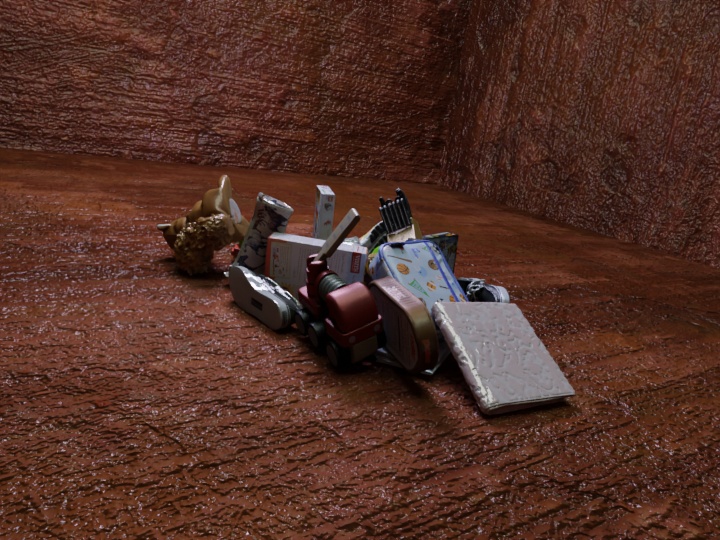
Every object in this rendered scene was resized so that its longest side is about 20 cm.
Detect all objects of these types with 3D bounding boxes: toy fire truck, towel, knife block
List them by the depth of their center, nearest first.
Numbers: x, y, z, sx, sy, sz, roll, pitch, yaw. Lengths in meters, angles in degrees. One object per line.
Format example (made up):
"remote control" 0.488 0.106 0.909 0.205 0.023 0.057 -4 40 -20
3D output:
"toy fire truck" -0.030 0.022 0.870 0.127 0.204 0.175 -20 31 -26
"towel" 0.227 0.134 0.871 0.187 0.033 0.202 2 43 -29
"knife block" 0.102 -0.070 1.169 0.063 0.202 0.178 -18 38 16

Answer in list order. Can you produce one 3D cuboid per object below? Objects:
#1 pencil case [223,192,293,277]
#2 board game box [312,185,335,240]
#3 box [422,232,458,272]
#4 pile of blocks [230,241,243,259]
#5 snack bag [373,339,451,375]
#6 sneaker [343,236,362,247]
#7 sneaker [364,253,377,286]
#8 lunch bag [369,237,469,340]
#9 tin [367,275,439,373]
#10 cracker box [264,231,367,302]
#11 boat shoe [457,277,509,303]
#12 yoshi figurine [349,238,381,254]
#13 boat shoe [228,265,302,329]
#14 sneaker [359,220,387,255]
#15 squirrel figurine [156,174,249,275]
"pencil case" -0.209 -0.061 1.112 0.088 0.203 0.078 6 26 -45
"board game box" -0.093 -0.094 1.296 0.034 0.205 0.126 3 16 -12
"box" 0.169 -0.014 1.286 0.039 0.140 0.198 15 16 34
"pile of blocks" -0.243 -0.042 1.249 0.197 0.084 0.061 22 20 36
"snack bag" 0.064 0.126 0.963 0.196 0.022 0.188 12 15 21
"sneaker" -0.081 -0.030 1.137 0.195 0.078 0.089 -7 34 4
"sneaker" 0.065 0.058 1.058 0.073 0.091 0.201 -5 43 -28
"lunch bag" 0.111 0.030 0.977 0.157 0.076 0.203 -4 55 -29
"tin" 0.061 0.085 0.851 0.041 0.114 0.200 -16 25 -17
"cracker box" -0.090 0.009 1.065 0.195 0.137 0.058 10 16 1
"boat shoe" 0.270 0.054 1.225 0.066 0.075 0.200 9 15 -15
"yoshi figurine" 0.000 -0.013 1.183 0.195 0.115 0.112 -7 8 -12
"boat shoe" -0.180 0.050 1.008 0.063 0.072 0.199 -7 31 -43
"sneaker" 0.028 -0.071 1.399 0.198 0.079 0.090 -34 13 -13
"squirrel figurine" -0.362 -0.087 1.189 0.183 0.143 0.202 -17 33 10
